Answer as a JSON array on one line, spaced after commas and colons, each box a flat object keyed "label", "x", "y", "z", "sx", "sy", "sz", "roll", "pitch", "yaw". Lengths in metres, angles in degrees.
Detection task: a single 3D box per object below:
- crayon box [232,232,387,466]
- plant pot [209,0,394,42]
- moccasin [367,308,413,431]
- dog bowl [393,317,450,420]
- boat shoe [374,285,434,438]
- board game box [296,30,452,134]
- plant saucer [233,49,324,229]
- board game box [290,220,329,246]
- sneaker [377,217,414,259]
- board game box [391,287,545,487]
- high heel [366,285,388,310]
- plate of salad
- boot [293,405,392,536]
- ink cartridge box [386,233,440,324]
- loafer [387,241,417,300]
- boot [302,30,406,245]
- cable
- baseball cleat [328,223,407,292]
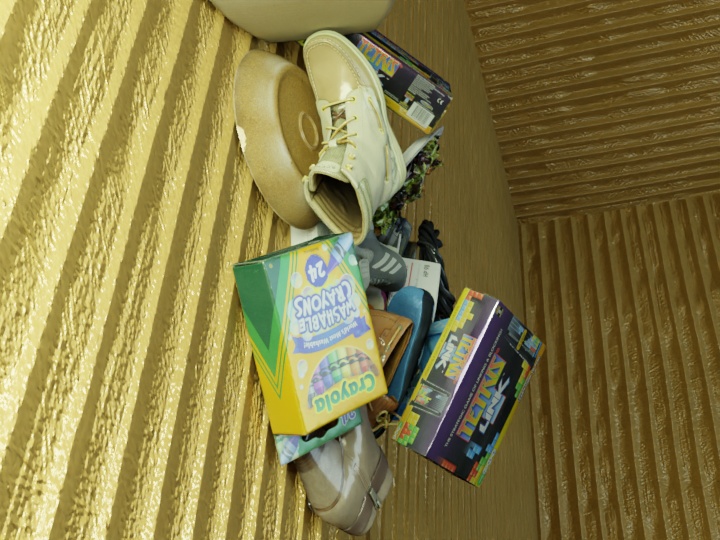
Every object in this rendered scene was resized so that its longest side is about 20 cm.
[{"label": "crayon box", "x": -0.043, "y": 0.075, "z": 1.048, "sx": 0.125, "sy": 0.051, "sz": 0.203, "roll": -20, "pitch": 100, "yaw": -46}, {"label": "plant pot", "x": -0.054, "y": -0.347, "z": 1.123, "sx": 0.177, "sy": 0.197, "sz": 0.203, "roll": 67, "pitch": 17, "yaw": -74}, {"label": "moccasin", "x": 0.014, "y": 0.148, "z": 1.241, "sx": 0.074, "sy": 0.077, "sz": 0.204, "roll": 51, "pitch": 55, "yaw": -67}, {"label": "dog bowl", "x": 0.086, "y": 0.124, "z": 1.397, "sx": 0.050, "sy": 0.197, "sz": 0.113, "roll": -109, "pitch": -176, "yaw": -59}, {"label": "boat shoe", "x": 0.049, "y": 0.120, "z": 1.307, "sx": 0.068, "sy": 0.084, "sz": 0.202, "roll": 4, "pitch": 116, "yaw": -60}, {"label": "board game box", "x": 0.018, "y": -0.255, "z": 1.304, "sx": 0.199, "sy": 0.057, "sz": 0.166, "roll": 34, "pitch": 16, "yaw": -7}, {"label": "plant saucer", "x": -0.069, "y": -0.147, "z": 1.157, "sx": 0.200, "sy": 0.035, "sz": 0.203, "roll": 44, "pitch": 39, "yaw": -51}, {"label": "board game box", "x": -0.046, "y": -0.004, "z": 1.247, "sx": 0.126, "sy": 0.034, "sz": 0.203, "roll": 51, "pitch": 33, "yaw": -64}, {"label": "sneaker", "x": 0.029, "y": -0.069, "z": 1.497, "sx": 0.074, "sy": 0.080, "sz": 0.202, "roll": -80, "pitch": 157, "yaw": -53}, {"label": "board game box", "x": 0.136, "y": 0.145, "z": 1.291, "sx": 0.165, "sy": 0.056, "sz": 0.202, "roll": 38, "pitch": 76, "yaw": -54}, {"label": "high heel", "x": 0.000, "y": 0.061, "z": 1.373, "sx": 0.201, "sy": 0.066, "sz": 0.097, "roll": -83, "pitch": 175, "yaw": -49}, {"label": "plate of salad", "x": 0.050, "y": -0.098, "z": 1.357, "sx": 0.048, "sy": 0.201, "sz": 0.200, "roll": 39, "pitch": 15, "yaw": 4}, {"label": "boot", "x": -0.009, "y": 0.179, "z": 1.161, "sx": 0.147, "sy": 0.070, "sz": 0.201, "roll": 54, "pitch": 47, "yaw": -31}, {"label": "ink cartridge box", "x": 0.067, "y": 0.066, "z": 1.465, "sx": 0.116, "sy": 0.066, "sz": 0.202, "roll": -77, "pitch": 176, "yaw": -55}, {"label": "loafer", "x": 0.070, "y": 0.053, "z": 1.605, "sx": 0.072, "sy": 0.062, "sz": 0.203, "roll": 120, "pitch": -37, "yaw": -83}, {"label": "boot", "x": -0.022, "y": -0.142, "z": 1.132, "sx": 0.202, "sy": 0.071, "sz": 0.155, "roll": 65, "pitch": 29, "yaw": -20}, {"label": "cable", "x": 0.115, "y": 0.005, "z": 1.592, "sx": 0.201, "sy": 0.050, "sz": 0.165, "roll": 75, "pitch": 11, "yaw": -58}, {"label": "baseball cleat", "x": 0.000, "y": 0.000, "z": 1.255, "sx": 0.200, "sy": 0.069, "sz": 0.108, "roll": 50, "pitch": 45, "yaw": -54}]
